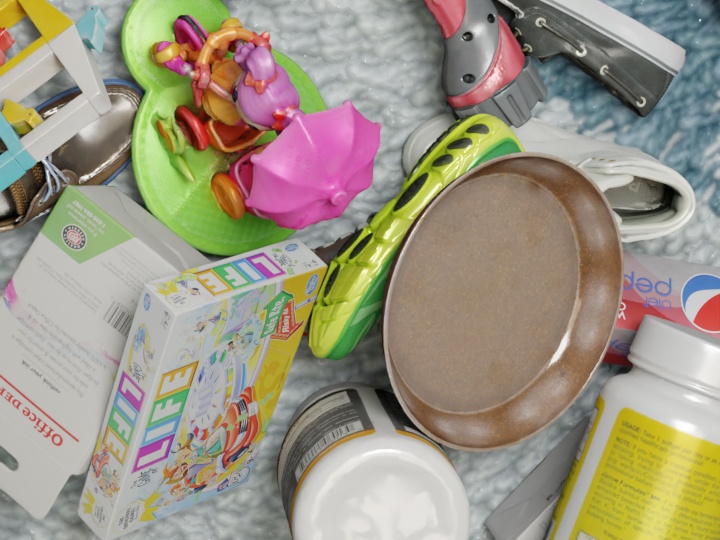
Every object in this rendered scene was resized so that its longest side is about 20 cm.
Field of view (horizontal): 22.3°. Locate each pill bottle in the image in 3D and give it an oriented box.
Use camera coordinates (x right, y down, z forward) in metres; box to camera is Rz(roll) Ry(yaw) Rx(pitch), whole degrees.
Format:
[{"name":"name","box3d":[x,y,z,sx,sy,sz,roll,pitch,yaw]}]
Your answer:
[{"name":"pill bottle","box3d":[0.003,0.144,1.239,0.116,0.200,0.117,-1,100,-6]},{"name":"pill bottle","box3d":[0.200,0.139,1.231,0.114,0.114,0.201,20,95,-10]}]

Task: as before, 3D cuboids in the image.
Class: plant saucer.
[{"name":"plant saucer","box3d":[0.088,0.018,1.194,0.200,0.034,0.201,-12,111,-32]}]

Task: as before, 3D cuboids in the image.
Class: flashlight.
[{"name":"flashlight","box3d":[0.050,-0.182,1.226,0.068,0.068,0.200,-24,117,26]}]

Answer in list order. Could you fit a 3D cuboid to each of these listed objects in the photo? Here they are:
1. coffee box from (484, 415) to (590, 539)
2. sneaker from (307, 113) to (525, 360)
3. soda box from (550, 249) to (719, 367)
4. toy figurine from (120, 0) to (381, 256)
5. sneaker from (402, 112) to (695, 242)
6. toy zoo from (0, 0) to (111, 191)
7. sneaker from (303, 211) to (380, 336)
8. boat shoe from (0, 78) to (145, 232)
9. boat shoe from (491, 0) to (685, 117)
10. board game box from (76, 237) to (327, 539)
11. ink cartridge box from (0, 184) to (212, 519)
[{"name":"coffee box","box3d":[0.204,0.220,1.341,0.114,0.080,0.200,-45,101,0]},{"name":"sneaker","box3d":[0.043,-0.011,1.218,0.084,0.074,0.200,42,92,-18]},{"name":"soda box","box3d":[0.208,0.031,1.311,0.199,0.070,0.064,10,66,-10]},{"name":"toy figurine","box3d":[-0.062,-0.100,1.186,0.150,0.184,0.200,-31,106,-19]},{"name":"sneaker","box3d":[0.134,-0.068,1.274,0.199,0.116,0.074,7,99,-7]},{"name":"toy zoo","box3d":[-0.250,-0.110,1.215,0.200,0.131,0.020,-38,144,-2]},{"name":"sneaker","box3d":[0.000,0.000,1.299,0.199,0.077,0.082,3,71,-9]},{"name":"boat shoe","box3d":[-0.227,-0.062,1.243,0.200,0.072,0.072,-33,100,-3]},{"name":"boat shoe","box3d":[0.135,-0.171,1.284,0.199,0.069,0.057,25,94,-13]},{"name":"board game box","box3d":[-0.107,0.080,1.218,0.134,0.034,0.200,-19,140,-43]},{"name":"ink cartridge box","box3d":[-0.191,0.055,1.239,0.117,0.067,0.200,38,104,14]}]
